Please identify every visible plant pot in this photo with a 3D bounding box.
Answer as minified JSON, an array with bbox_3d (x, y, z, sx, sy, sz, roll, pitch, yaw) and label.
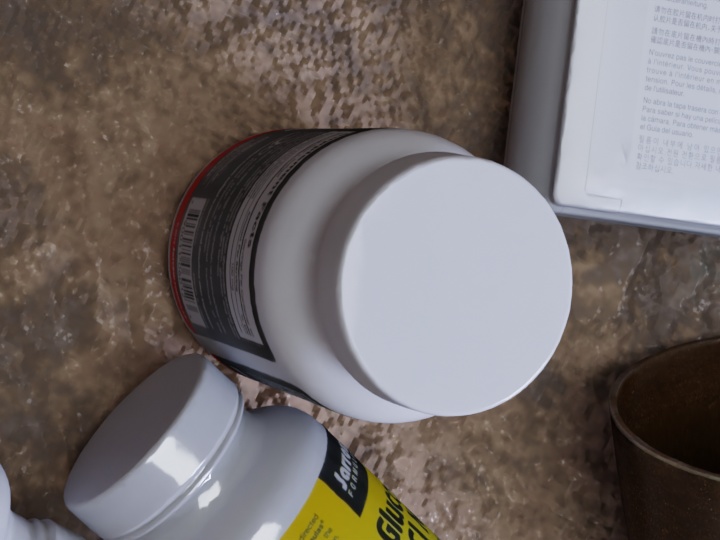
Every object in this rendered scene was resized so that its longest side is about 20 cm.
[{"bbox_3d":[0.210,0.155,0.885,0.186,0.187,0.202,-10,110,-20],"label":"plant pot"}]

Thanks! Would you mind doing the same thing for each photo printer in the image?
[{"bbox_3d":[0.155,-0.118,0.888,0.165,0.069,0.202,6,91,-21],"label":"photo printer"}]

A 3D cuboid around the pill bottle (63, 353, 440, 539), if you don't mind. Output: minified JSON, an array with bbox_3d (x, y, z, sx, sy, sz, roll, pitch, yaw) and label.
[{"bbox_3d":[-0.028,0.133,0.810,0.200,0.112,0.113,45,78,-18],"label":"pill bottle"}]

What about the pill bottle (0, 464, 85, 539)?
[{"bbox_3d":[-0.211,0.098,0.741,0.199,0.104,0.105,30,83,-21],"label":"pill bottle"}]

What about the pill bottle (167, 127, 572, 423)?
[{"bbox_3d":[0.000,0.000,0.765,0.115,0.200,0.117,-2,95,-21],"label":"pill bottle"}]
